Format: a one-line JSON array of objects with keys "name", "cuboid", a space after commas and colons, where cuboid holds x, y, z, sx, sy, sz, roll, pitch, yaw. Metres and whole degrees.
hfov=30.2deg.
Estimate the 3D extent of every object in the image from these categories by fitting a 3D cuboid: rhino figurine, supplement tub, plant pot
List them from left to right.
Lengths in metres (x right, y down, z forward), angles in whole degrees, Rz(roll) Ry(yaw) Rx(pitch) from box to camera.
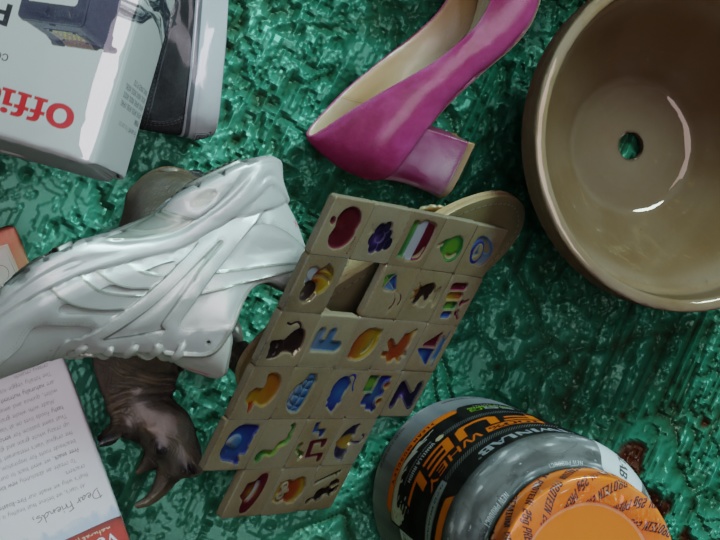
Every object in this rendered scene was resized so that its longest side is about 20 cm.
[{"name": "rhino figurine", "cuboid": [-0.107, 0.036, 0.763, 0.087, 0.060, 0.201, 12, 87, -17]}, {"name": "supplement tub", "cuboid": [0.087, 0.143, 0.747, 0.122, 0.200, 0.123, -1, 92, -15]}, {"name": "plant pot", "cuboid": [0.182, -0.078, 0.817, 0.199, 0.093, 0.202, -1, 92, -15]}]

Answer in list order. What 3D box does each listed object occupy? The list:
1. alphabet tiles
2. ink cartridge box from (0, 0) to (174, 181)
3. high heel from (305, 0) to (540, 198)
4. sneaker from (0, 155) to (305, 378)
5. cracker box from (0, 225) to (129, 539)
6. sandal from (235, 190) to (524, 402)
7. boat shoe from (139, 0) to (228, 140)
[{"name": "alphabet tiles", "cuboid": [-0.007, 0.055, 0.757, 0.167, 0.008, 0.201, 7, 114, -53]}, {"name": "ink cartridge box", "cuboid": [-0.168, -0.161, 0.678, 0.144, 0.084, 0.201, 16, 89, 0]}, {"name": "high heel", "cuboid": [0.042, -0.147, 0.792, 0.095, 0.067, 0.201, 19, 101, -25]}, {"name": "sneaker", "cuboid": [-0.111, 0.021, 0.693, 0.199, 0.078, 0.100, -28, 95, -10]}, {"name": "cracker box", "cuboid": [-0.221, 0.090, 0.739, 0.133, 0.058, 0.201, -20, 97, -14]}, {"name": "sandal", "cuboid": [0.000, -0.004, 0.784, 0.211, 0.070, 0.078, -34, 145, -26]}, {"name": "boat shoe", "cuboid": [-0.110, -0.176, 0.755, 0.066, 0.070, 0.201, 2, 100, -16]}]
